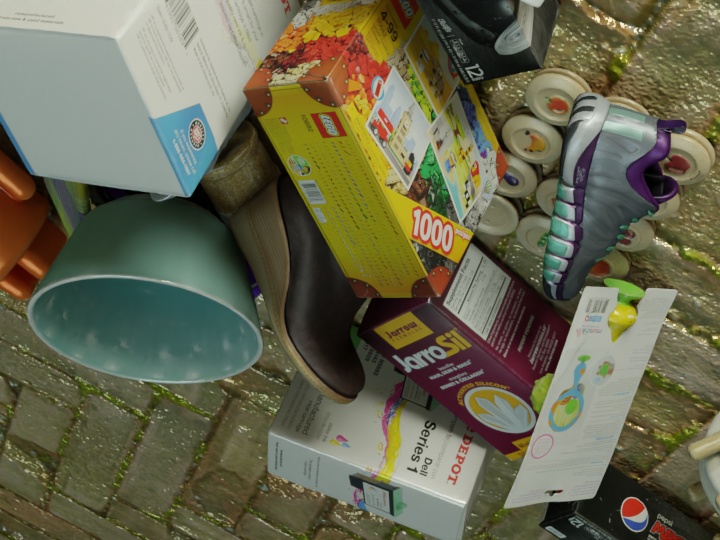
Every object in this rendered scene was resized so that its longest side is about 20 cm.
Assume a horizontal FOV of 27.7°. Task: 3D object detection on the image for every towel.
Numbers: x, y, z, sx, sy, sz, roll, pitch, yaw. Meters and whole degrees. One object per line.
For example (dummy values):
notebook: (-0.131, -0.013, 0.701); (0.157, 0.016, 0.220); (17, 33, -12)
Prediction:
towel: (-0.262, -0.098, 1.298); (0.144, 0.023, 0.201); (58, 159, 32)

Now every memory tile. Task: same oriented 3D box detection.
memory tile: (0.170, -0.067, 1.137); (0.152, 0.017, 0.200); (27, 146, 0)

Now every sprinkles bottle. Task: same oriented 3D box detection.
sprinkles bottle: (-0.080, -0.039, 1.288); (0.068, 0.069, 0.201); (0, 137, 32)

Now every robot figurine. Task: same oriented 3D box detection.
robot figurine: (-0.384, -0.057, 1.415); (0.200, 0.117, 0.144); (39, 162, -18)

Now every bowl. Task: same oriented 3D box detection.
bowl: (-0.175, 0.009, 1.249); (0.198, 0.106, 0.201); (4, 150, 3)

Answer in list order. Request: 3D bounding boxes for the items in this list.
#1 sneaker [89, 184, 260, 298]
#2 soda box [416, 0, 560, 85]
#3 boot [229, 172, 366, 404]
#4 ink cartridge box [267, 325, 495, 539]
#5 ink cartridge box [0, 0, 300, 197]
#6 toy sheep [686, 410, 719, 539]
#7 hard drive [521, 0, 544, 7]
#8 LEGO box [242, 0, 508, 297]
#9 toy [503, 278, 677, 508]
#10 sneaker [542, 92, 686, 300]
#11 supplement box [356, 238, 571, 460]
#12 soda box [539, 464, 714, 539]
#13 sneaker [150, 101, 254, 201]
sneaker: (-0.154, -0.044, 1.327); (0.200, 0.070, 0.099); (39, 141, -20)
soda box: (0.060, -0.221, 0.958); (0.063, 0.071, 0.201); (-9, 133, 33)
boot: (0.000, 0.000, 1.207); (0.165, 0.072, 0.201); (-24, 102, 19)
ink cartridge box: (0.028, 0.150, 1.396); (0.198, 0.146, 0.084); (19, 145, 9)
ink cartridge box: (-0.158, -0.181, 1.037); (0.145, 0.201, 0.147); (9, 142, 25)
toy sheep: (0.345, 0.163, 1.225); (0.137, 0.139, 0.200); (14, 157, 16)
hard drive: (0.103, -0.262, 0.849); (0.131, 0.026, 0.200); (24, 128, -16)
LEGO box: (0.018, -0.102, 1.060); (0.077, 0.150, 0.201); (-1, 134, 35)
toy: (0.180, 0.097, 1.210); (0.047, 0.114, 0.202); (41, 119, 43)
sneaker: (0.186, -0.040, 1.088); (0.087, 0.075, 0.201); (13, 142, 10)
supplement box: (0.111, 0.069, 1.291); (0.200, 0.086, 0.110); (39, 144, -18)
soda box: (0.277, 0.264, 1.436); (0.199, 0.071, 0.063); (35, 146, -15)
sneaker: (-0.180, -0.122, 1.202); (0.198, 0.116, 0.075); (1, 138, 32)
